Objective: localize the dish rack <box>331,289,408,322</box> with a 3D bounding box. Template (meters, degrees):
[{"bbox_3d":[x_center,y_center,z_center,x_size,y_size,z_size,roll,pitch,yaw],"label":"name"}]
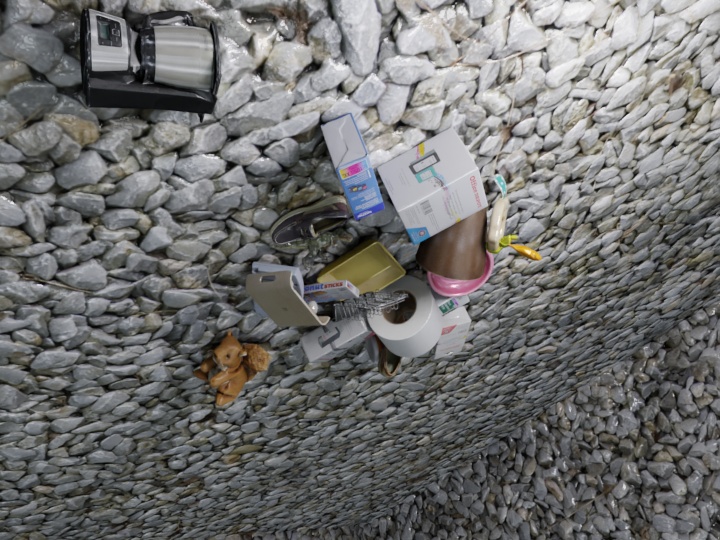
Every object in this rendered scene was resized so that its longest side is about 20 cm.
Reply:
[{"bbox_3d":[0.027,0.094,1.512,0.152,0.056,0.199,-18,-170,-33],"label":"dish rack"}]

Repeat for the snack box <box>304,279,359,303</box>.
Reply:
[{"bbox_3d":[-0.106,0.060,1.534,0.197,0.025,0.072,-8,152,27],"label":"snack box"}]

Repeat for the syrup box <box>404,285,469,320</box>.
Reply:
[{"bbox_3d":[0.232,0.097,1.796,0.198,0.082,0.079,-29,146,11],"label":"syrup box"}]

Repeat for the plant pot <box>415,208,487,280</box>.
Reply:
[{"bbox_3d":[0.249,-0.108,1.472,0.184,0.187,0.203,-3,118,-26],"label":"plant pot"}]

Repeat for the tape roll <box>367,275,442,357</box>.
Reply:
[{"bbox_3d":[0.131,0.135,1.685,0.200,0.205,0.140,-27,145,6],"label":"tape roll"}]

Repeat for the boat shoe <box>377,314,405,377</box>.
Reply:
[{"bbox_3d":[0.108,0.229,1.776,0.074,0.204,0.074,11,174,-13],"label":"boat shoe"}]

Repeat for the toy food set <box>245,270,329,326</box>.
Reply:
[{"bbox_3d":[-0.181,0.072,1.449,0.141,0.061,0.201,-4,139,30],"label":"toy food set"}]

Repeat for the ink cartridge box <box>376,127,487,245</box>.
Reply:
[{"bbox_3d":[0.167,-0.192,1.328,0.198,0.147,0.147,-27,144,6],"label":"ink cartridge box"}]

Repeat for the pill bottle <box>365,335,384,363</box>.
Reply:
[{"bbox_3d":[0.122,0.226,1.875,0.196,0.113,0.113,-13,144,-14],"label":"pill bottle"}]

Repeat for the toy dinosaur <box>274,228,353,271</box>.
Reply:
[{"bbox_3d":[-0.115,-0.053,1.440,0.196,0.048,0.089,-14,129,-12],"label":"toy dinosaur"}]

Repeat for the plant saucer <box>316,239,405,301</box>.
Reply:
[{"bbox_3d":[0.000,0.000,1.570,0.198,0.049,0.200,-31,145,11],"label":"plant saucer"}]

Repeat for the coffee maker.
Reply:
[{"bbox_3d":[-0.333,-0.306,0.911,0.197,0.136,0.193,-3,141,-25],"label":"coffee maker"}]

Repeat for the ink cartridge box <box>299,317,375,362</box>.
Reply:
[{"bbox_3d":[-0.063,0.194,1.722,0.198,0.086,0.145,-29,165,11],"label":"ink cartridge box"}]

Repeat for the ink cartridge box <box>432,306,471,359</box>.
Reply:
[{"bbox_3d":[0.306,0.221,2.011,0.114,0.068,0.202,-13,142,-13],"label":"ink cartridge box"}]

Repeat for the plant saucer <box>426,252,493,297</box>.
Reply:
[{"bbox_3d":[0.284,-0.015,1.672,0.196,0.051,0.203,-5,127,-6],"label":"plant saucer"}]

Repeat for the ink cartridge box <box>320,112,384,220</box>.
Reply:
[{"bbox_3d":[-0.011,-0.206,1.218,0.075,0.138,0.201,-19,145,1],"label":"ink cartridge box"}]

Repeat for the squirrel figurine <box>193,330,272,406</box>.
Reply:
[{"bbox_3d":[-0.361,0.258,1.658,0.198,0.142,0.189,-13,136,-38],"label":"squirrel figurine"}]

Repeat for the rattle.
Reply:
[{"bbox_3d":[0.387,-0.138,1.435,0.141,0.203,0.130,3,151,35],"label":"rattle"}]

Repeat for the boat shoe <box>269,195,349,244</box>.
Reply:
[{"bbox_3d":[-0.118,-0.107,1.348,0.197,0.065,0.072,-24,147,2],"label":"boat shoe"}]

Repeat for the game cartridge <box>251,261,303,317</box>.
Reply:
[{"bbox_3d":[-0.213,0.056,1.494,0.130,0.042,0.202,5,140,-5],"label":"game cartridge"}]
